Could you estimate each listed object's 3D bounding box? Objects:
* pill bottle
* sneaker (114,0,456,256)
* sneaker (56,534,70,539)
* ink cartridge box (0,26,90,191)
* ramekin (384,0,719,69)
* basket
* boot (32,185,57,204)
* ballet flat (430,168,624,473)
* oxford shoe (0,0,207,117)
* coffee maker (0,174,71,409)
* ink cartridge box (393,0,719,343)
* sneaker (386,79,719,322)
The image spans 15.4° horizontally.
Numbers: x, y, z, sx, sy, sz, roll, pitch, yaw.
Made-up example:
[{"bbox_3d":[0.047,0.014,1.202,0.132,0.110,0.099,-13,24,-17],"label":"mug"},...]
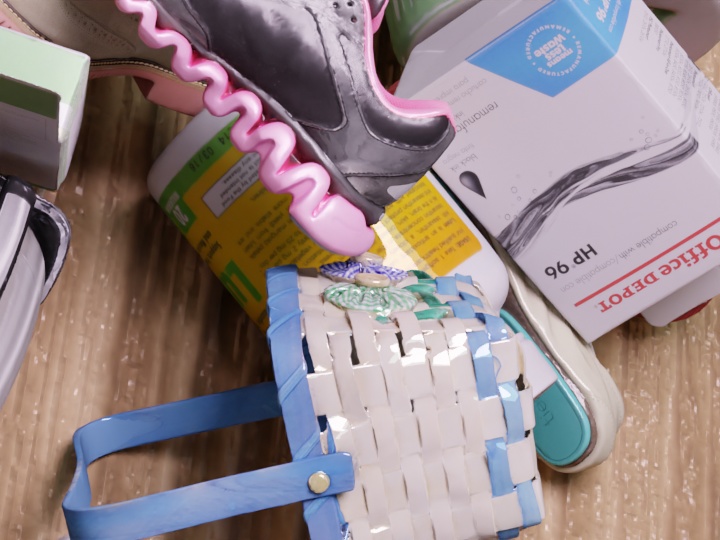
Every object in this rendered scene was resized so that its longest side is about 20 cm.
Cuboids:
[{"bbox_3d":[0.000,0.000,1.268,0.111,0.111,0.200,-35,82,-39],"label":"pill bottle"},{"bbox_3d":[-0.036,-0.106,1.129,0.200,0.095,0.079,50,11,-9],"label":"sneaker"},{"bbox_3d":[-0.040,0.170,1.132,0.199,0.118,0.074,14,95,-15],"label":"sneaker"},{"bbox_3d":[-0.185,-0.091,1.102,0.145,0.200,0.048,18,77,-4],"label":"ink cartridge box"},{"bbox_3d":[0.100,-0.162,1.373,0.199,0.200,0.098,5,67,-28],"label":"ramekin"},{"bbox_3d":[-0.028,0.070,1.141,0.199,0.176,0.140,-16,101,-3],"label":"basket"},{"bbox_3d":[-0.196,-0.111,1.254,0.107,0.075,0.201,-4,59,-25],"label":"boot"},{"bbox_3d":[0.069,0.010,1.337,0.069,0.069,0.201,-27,84,-38],"label":"ballet flat"},{"bbox_3d":[-0.109,-0.129,1.201,0.071,0.074,0.200,54,20,25],"label":"oxford shoe"},{"bbox_3d":[-0.229,0.038,1.091,0.191,0.135,0.201,11,41,-3],"label":"coffee maker"},{"bbox_3d":[0.122,-0.048,1.293,0.200,0.116,0.068,47,32,-18],"label":"ink cartridge box"},{"bbox_3d":[0.102,-0.057,1.404,0.199,0.078,0.116,33,34,-9],"label":"sneaker"}]
